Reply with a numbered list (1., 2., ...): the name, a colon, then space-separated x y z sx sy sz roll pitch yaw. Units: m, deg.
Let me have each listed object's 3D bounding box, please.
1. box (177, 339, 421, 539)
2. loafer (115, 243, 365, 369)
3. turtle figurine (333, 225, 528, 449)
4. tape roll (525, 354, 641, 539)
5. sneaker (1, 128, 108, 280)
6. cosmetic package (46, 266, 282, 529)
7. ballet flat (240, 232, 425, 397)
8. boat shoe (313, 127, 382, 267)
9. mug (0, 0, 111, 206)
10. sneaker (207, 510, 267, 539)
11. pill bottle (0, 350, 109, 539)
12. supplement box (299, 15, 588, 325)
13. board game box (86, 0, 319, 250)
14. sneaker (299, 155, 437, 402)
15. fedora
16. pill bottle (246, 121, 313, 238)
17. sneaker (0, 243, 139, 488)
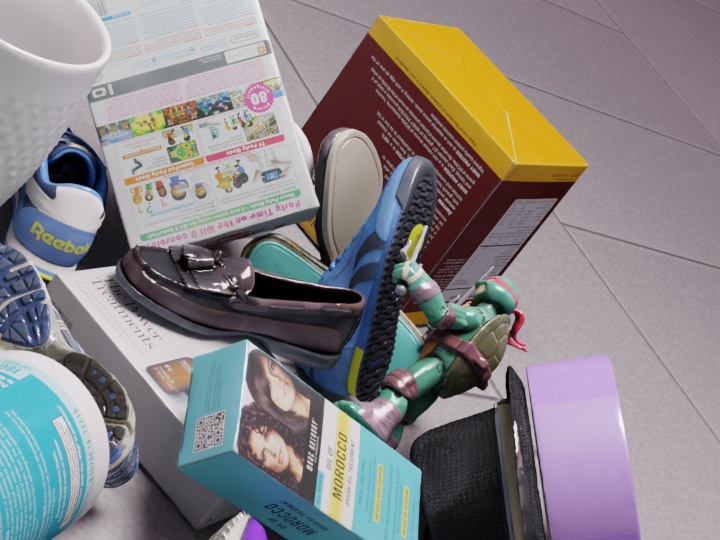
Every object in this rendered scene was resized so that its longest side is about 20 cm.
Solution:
1. box: -0.035 0.131 1.078 0.200 0.049 0.083 40 43 -40
2. loafer: -0.083 0.013 1.183 0.199 0.063 0.072 22 27 -35
3. turtle figurine: 0.058 0.054 1.237 0.100 0.200 0.150 28 -24 29
4. tape roll: 0.168 0.167 1.215 0.065 0.202 0.201 -7 29 6
5. sneaker: -0.229 -0.076 1.234 0.073 0.083 0.201 19 29 -30
6. cosmetic package: -0.120 0.080 1.153 0.200 0.052 0.150 47 24 19
7. ballet flat: -0.016 0.039 1.347 0.199 0.071 0.071 38 25 -3
8. boat shoe: -0.024 -0.047 1.361 0.062 0.201 0.073 31 58 28
9. mug: -0.289 -0.137 1.149 0.147 0.176 0.201 12 34 -42
10. sneaker: -0.071 0.233 0.950 0.099 0.070 0.201 38 29 -14
11. pill bottle: -0.228 0.121 0.871 0.111 0.111 0.200 41 25 8
12. supplement box: 0.057 -0.088 1.485 0.132 0.201 0.198 -3 46 -53
13. board game box: -0.128 -0.120 1.229 0.064 0.146 0.202 134 -60 -81
14. sneaker: 0.000 0.000 1.270 0.078 0.202 0.066 24 16 27
15. fedora: 0.086 0.166 1.191 0.091 0.202 0.201 -8 30 5
16. pill bottle: -0.120 -0.111 1.372 0.110 0.111 0.200 22 13 -28
17. sneaker: -0.207 0.067 1.039 0.200 0.077 0.085 49 -13 31
